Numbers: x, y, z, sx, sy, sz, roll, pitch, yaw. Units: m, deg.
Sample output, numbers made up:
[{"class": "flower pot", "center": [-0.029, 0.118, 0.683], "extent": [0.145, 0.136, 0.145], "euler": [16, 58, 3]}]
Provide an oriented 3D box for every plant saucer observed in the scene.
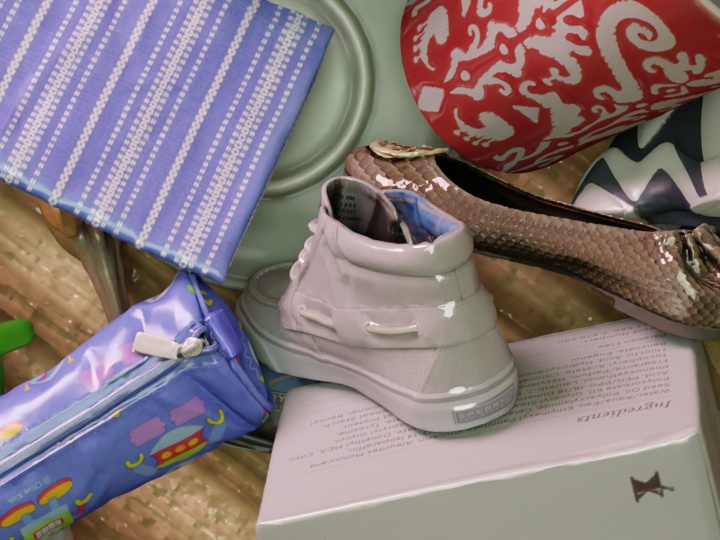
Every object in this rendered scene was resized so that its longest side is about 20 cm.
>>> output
[{"class": "plant saucer", "center": [-0.046, -0.090, 1.367], "extent": [0.199, 0.050, 0.202], "euler": [0, 90, 6]}]

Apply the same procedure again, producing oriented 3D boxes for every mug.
[{"class": "mug", "center": [0.132, -0.123, 1.274], "extent": [0.177, 0.200, 0.134], "euler": [2, 71, -34]}]

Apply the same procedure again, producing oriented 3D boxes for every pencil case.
[{"class": "pencil case", "center": [-0.134, 0.075, 1.288], "extent": [0.199, 0.087, 0.078], "euler": [-30, 78, -4]}]

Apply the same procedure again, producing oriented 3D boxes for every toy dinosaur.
[{"class": "toy dinosaur", "center": [-0.126, -0.018, 1.367], "extent": [0.060, 0.106, 0.201], "euler": [-19, 83, -17]}]

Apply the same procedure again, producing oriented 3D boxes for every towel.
[{"class": "towel", "center": [-0.124, -0.097, 1.291], "extent": [0.199, 0.024, 0.145], "euler": [26, 63, -4]}]

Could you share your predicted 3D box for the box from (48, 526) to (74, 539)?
[{"class": "box", "center": [-0.212, 0.215, 1.340], "extent": [0.199, 0.098, 0.125], "euler": [-17, 112, 5]}]

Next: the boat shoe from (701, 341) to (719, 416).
[{"class": "boat shoe", "center": [0.187, 0.096, 1.339], "extent": [0.076, 0.072, 0.201], "euler": [-30, 86, 20]}]

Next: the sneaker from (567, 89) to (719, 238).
[{"class": "sneaker", "center": [0.196, -0.064, 1.298], "extent": [0.079, 0.198, 0.130], "euler": [40, 59, -33]}]

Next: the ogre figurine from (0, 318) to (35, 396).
[{"class": "ogre figurine", "center": [-0.226, 0.045, 1.366], "extent": [0.119, 0.098, 0.201], "euler": [-15, 73, 23]}]

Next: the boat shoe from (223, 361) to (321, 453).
[{"class": "boat shoe", "center": [0.003, 0.063, 1.353], "extent": [0.199, 0.066, 0.070], "euler": [10, 91, 6]}]

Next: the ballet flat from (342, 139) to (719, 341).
[{"class": "ballet flat", "center": [0.083, -0.024, 1.279], "extent": [0.199, 0.067, 0.047], "euler": [23, 111, 25]}]

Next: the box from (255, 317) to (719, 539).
[{"class": "box", "center": [0.076, 0.147, 1.277], "extent": [0.199, 0.131, 0.200], "euler": [-12, 112, 9]}]

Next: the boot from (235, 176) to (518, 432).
[{"class": "boot", "center": [0.000, 0.000, 1.280], "extent": [0.073, 0.200, 0.096], "euler": [-24, 113, -28]}]
